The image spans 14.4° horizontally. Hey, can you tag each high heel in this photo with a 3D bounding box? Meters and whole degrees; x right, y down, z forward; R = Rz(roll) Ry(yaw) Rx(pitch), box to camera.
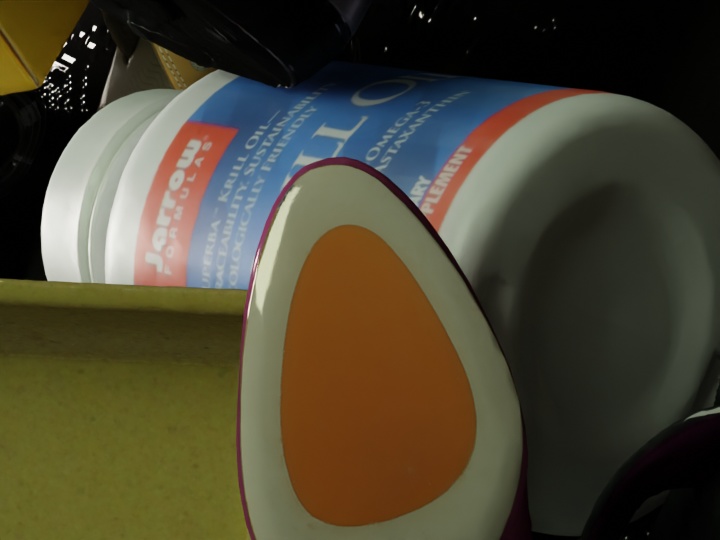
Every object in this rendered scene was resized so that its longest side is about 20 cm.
[{"bbox_3d":[0.017,0.066,0.678,0.067,0.201,0.096,-18,10,5],"label":"high heel"}]

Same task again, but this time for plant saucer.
[{"bbox_3d":[-0.101,0.094,0.733,0.199,0.048,0.201,3,102,7],"label":"plant saucer"}]

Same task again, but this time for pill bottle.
[{"bbox_3d":[0.000,0.000,0.775,0.199,0.112,0.113,10,78,49],"label":"pill bottle"}]

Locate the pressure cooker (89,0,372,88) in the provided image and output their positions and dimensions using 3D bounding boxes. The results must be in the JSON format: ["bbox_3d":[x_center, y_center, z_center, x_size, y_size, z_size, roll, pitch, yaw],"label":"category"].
[{"bbox_3d":[-0.038,-0.169,0.725,0.176,0.178,0.201,23,83,51],"label":"pressure cooker"}]

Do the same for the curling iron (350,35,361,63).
[{"bbox_3d":[-0.059,-0.086,0.953,0.200,0.025,0.050,37,105,49],"label":"curling iron"}]

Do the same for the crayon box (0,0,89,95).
[{"bbox_3d":[-0.144,-0.108,0.929,0.199,0.052,0.126,-8,42,34],"label":"crayon box"}]

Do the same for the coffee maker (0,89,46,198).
[{"bbox_3d":[-0.220,-0.018,1.037,0.192,0.135,0.200,-39,39,-12],"label":"coffee maker"}]

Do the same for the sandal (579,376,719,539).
[{"bbox_3d":[0.073,0.065,0.629,0.201,0.048,0.076,98,163,-49],"label":"sandal"}]

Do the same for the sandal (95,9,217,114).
[{"bbox_3d":[-0.058,-0.078,0.879,0.080,0.054,0.201,53,128,41],"label":"sandal"}]
